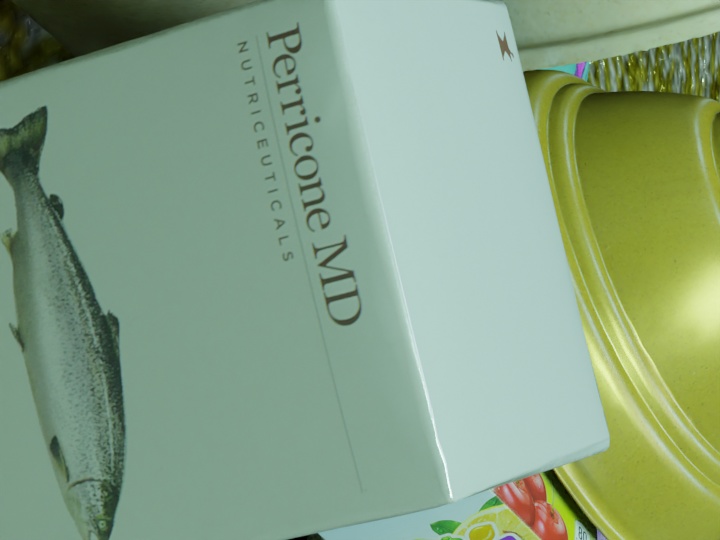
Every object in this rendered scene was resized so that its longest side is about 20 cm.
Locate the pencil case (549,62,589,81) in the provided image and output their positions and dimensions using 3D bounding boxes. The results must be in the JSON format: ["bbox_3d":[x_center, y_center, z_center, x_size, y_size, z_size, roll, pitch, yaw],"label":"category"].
[{"bbox_3d":[0.070,-0.126,1.001,0.085,0.092,0.201,64,34,-68],"label":"pencil case"}]

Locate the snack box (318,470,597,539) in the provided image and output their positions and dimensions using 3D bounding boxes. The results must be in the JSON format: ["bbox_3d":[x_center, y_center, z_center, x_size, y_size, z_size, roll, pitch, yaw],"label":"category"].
[{"bbox_3d":[0.000,0.000,0.765,0.200,0.067,0.169,47,30,-34],"label":"snack box"}]

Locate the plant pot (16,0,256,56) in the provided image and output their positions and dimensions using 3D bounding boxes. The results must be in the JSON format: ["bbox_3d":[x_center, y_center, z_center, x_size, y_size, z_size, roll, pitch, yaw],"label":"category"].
[{"bbox_3d":[-0.053,-0.139,0.606,0.184,0.199,0.201,60,39,-68],"label":"plant pot"}]

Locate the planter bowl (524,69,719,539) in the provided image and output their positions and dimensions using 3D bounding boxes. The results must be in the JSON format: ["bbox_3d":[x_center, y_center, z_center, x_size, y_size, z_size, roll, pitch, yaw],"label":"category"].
[{"bbox_3d":[0.114,0.002,0.808,0.200,0.083,0.201,47,28,-35],"label":"planter bowl"}]

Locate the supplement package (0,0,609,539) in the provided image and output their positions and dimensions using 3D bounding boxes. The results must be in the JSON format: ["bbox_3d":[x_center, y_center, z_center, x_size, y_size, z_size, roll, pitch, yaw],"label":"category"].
[{"bbox_3d":[-0.058,0.013,0.564,0.117,0.199,0.117,-6,82,-66],"label":"supplement package"}]

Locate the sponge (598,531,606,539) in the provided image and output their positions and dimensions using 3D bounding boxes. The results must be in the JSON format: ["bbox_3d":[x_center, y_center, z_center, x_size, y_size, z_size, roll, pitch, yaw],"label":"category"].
[{"bbox_3d":[0.050,0.136,0.855,0.201,0.030,0.112,-64,159,-20],"label":"sponge"}]

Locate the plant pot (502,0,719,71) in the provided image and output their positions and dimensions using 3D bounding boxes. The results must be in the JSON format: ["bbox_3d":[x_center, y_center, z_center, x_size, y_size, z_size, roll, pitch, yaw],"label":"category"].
[{"bbox_3d":[0.097,-0.188,0.808,0.200,0.200,0.184,-42,119,-58],"label":"plant pot"}]

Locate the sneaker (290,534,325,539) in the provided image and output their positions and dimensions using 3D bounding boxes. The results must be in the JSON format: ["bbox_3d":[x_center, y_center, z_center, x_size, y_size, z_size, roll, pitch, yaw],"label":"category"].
[{"bbox_3d":[-0.041,0.149,0.809,0.079,0.074,0.201,26,82,-45],"label":"sneaker"}]
